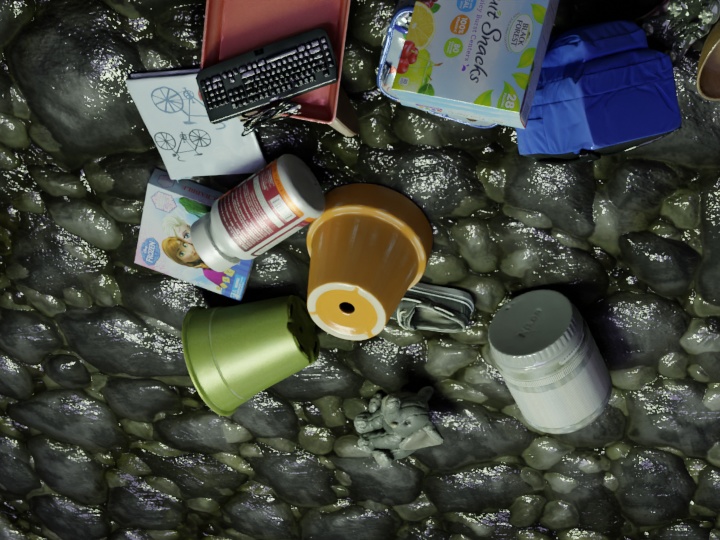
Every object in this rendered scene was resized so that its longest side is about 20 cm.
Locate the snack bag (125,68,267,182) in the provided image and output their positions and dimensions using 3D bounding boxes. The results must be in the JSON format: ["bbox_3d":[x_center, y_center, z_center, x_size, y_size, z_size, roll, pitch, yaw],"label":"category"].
[{"bbox_3d":[-0.243,-0.222,1.780,0.187,0.022,0.201,-2,133,21],"label":"snack bag"}]

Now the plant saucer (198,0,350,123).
[{"bbox_3d":[-0.115,-0.316,1.582,0.198,0.037,0.202,11,108,8],"label":"plant saucer"}]

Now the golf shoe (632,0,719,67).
[{"bbox_3d":[0.399,-0.309,1.437,0.077,0.088,0.200,50,157,-3],"label":"golf shoe"}]

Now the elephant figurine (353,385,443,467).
[{"bbox_3d":[0.087,0.269,2.077,0.142,0.155,0.200,49,142,0],"label":"elephant figurine"}]

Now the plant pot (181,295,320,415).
[{"bbox_3d":[-0.178,0.128,2.012,0.189,0.201,0.201,-20,126,19],"label":"plant pot"}]

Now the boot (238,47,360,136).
[{"bbox_3d":[-0.111,-0.249,1.667,0.146,0.070,0.201,-27,108,29],"label":"boot"}]

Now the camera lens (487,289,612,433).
[{"bbox_3d":[0.307,0.151,1.871,0.159,0.161,0.201,-10,130,27],"label":"camera lens"}]

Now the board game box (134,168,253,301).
[{"bbox_3d":[-0.270,-0.056,1.941,0.198,0.041,0.201,19,136,-1],"label":"board game box"}]

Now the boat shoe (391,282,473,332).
[{"bbox_3d":[0.086,0.062,1.920,0.198,0.071,0.072,2,135,17],"label":"boat shoe"}]

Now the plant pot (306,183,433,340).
[{"bbox_3d":[0.000,0.000,1.804,0.198,0.184,0.201,9,136,9],"label":"plant pot"}]

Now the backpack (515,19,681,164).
[{"bbox_3d":[0.290,-0.223,1.483,0.161,0.170,0.200,-9,-178,-21],"label":"backpack"}]

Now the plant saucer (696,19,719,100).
[{"bbox_3d":[0.484,-0.287,1.399,0.199,0.036,0.201,-23,153,-12],"label":"plant saucer"}]

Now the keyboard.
[{"bbox_3d":[-0.124,-0.248,1.565,0.198,0.040,0.105,-17,102,17],"label":"keyboard"}]

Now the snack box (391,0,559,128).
[{"bbox_3d":[0.147,-0.292,1.436,0.167,0.202,0.068,14,173,17],"label":"snack box"}]

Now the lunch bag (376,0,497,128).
[{"bbox_3d":[0.119,-0.287,1.557,0.198,0.076,0.161,18,135,-1],"label":"lunch bag"}]

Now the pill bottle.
[{"bbox_3d":[-0.161,-0.085,1.795,0.199,0.110,0.110,-31,120,21],"label":"pill bottle"}]
